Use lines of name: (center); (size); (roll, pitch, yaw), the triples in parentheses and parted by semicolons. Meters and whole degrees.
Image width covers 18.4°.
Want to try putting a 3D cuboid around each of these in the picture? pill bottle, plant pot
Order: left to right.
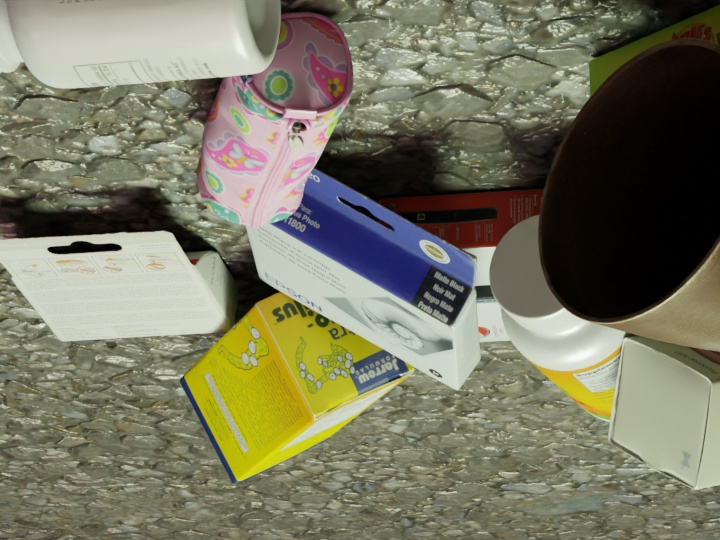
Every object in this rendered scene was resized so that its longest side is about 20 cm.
pill bottle: (-0.156, -0.169, 1.339); (0.198, 0.115, 0.114); (-3, 157, 11)
pill bottle: (0.172, 0.033, 1.674); (0.110, 0.112, 0.200); (-10, 154, 24)
plant pot: (0.249, -0.022, 1.416); (0.199, 0.188, 0.186); (24, 149, -32)

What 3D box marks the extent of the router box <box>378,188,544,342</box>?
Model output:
router box: (0.118, -0.002, 1.801); (0.178, 0.049, 0.200); (-3, 156, 11)

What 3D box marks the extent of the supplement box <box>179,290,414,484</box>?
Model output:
supplement box: (-0.058, 0.089, 1.902); (0.108, 0.110, 0.200); (-24, 171, -31)

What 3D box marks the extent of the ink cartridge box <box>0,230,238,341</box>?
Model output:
ink cartridge box: (-0.202, -0.003, 1.829); (0.160, 0.050, 0.200); (-3, 153, 11)

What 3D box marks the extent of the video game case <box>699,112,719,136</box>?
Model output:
video game case: (0.333, -0.102, 1.467); (0.181, 0.023, 0.200); (14, 153, -29)

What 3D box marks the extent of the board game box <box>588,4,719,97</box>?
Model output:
board game box: (0.260, -0.135, 1.480); (0.101, 0.048, 0.199); (22, 149, -40)

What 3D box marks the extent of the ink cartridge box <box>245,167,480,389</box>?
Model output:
ink cartridge box: (0.000, 0.000, 1.709); (0.199, 0.041, 0.200); (29, 161, 16)

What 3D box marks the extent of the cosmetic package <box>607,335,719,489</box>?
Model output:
cosmetic package: (0.293, 0.091, 1.643); (0.199, 0.088, 0.103); (-8, -157, -35)

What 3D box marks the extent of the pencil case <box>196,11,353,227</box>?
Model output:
pencil case: (-0.061, -0.100, 1.536); (0.087, 0.088, 0.200); (6, 157, -12)
